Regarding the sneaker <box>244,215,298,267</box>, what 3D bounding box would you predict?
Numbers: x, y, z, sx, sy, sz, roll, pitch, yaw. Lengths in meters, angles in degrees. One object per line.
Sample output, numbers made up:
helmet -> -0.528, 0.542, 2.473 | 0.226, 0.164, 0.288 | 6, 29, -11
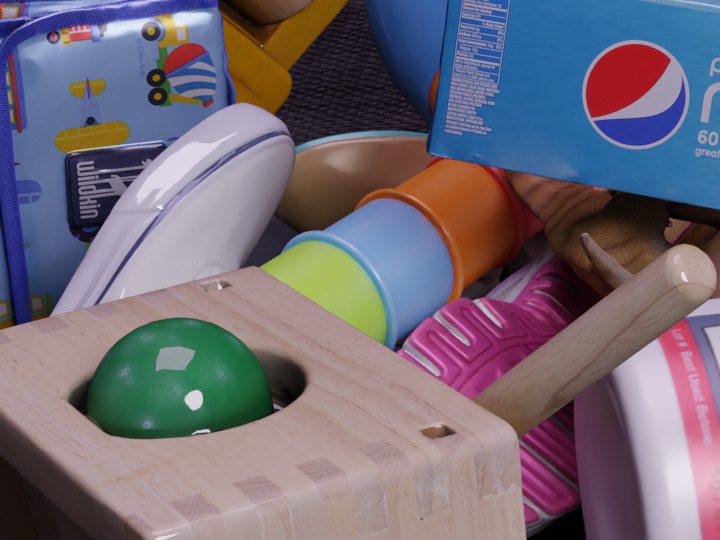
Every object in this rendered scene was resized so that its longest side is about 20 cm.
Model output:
sneaker -> -0.022, 0.019, 1.161 | 0.106, 0.075, 0.200 | 16, 38, 37

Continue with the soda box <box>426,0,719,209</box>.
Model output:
soda box -> 0.127, -0.053, 0.934 | 0.199, 0.064, 0.068 | 12, 14, 15

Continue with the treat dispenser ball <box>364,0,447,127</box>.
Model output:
treat dispenser ball -> 0.100, -0.138, 1.357 | 0.200, 0.202, 0.201 | -5, 20, 2

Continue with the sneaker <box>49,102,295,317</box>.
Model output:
sneaker -> -0.071, 0.032, 1.052 | 0.071, 0.073, 0.200 | 27, 70, 20

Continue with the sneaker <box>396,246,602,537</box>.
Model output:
sneaker -> 0.048, 0.052, 1.023 | 0.088, 0.081, 0.200 | -46, -8, 35

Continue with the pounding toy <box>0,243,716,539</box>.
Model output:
pounding toy -> -0.010, 0.081, 0.777 | 0.142, 0.201, 0.184 | -14, 21, -24

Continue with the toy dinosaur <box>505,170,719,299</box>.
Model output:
toy dinosaur -> 0.092, -0.004, 0.979 | 0.106, 0.061, 0.200 | 8, 13, -13

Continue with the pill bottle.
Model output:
pill bottle -> 0.173, 0.059, 0.908 | 0.199, 0.120, 0.120 | -7, 20, -5

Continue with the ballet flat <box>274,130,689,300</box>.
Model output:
ballet flat -> 0.057, -0.010, 1.144 | 0.199, 0.069, 0.063 | 6, 53, -32

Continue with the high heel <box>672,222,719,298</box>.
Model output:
high heel -> 0.145, -0.035, 1.117 | 0.200, 0.096, 0.067 | -45, 41, -14

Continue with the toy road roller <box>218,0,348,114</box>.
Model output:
toy road roller -> -0.079, -0.094, 1.323 | 0.200, 0.123, 0.146 | -50, 39, 4

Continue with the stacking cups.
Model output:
stacking cups -> 0.000, 0.000, 1.039 | 0.060, 0.061, 0.200 | 10, 33, 37

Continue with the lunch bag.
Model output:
lunch bag -> -0.132, -0.039, 1.218 | 0.199, 0.151, 0.094 | -6, 20, -1
